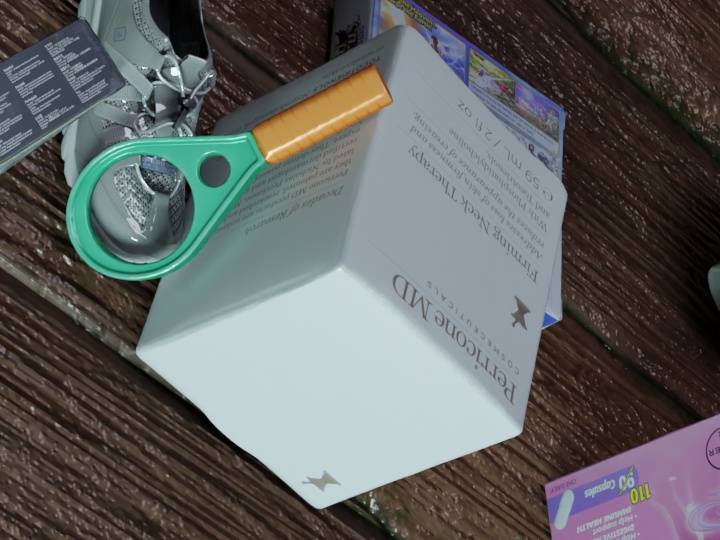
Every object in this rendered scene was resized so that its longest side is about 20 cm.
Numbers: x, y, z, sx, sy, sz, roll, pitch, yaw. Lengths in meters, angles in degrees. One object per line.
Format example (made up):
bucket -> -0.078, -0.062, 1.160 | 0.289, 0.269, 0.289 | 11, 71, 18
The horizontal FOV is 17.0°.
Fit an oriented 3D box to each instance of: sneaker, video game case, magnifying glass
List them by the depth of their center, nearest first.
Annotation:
magnifying glass -> -0.075, -0.060, 1.361 | 0.080, 0.200, 0.022 | 64, 6, 7
sneaker -> -0.124, -0.102, 1.409 | 0.075, 0.082, 0.200 | 10, 71, -46
video game case -> 0.059, -0.076, 1.645 | 0.200, 0.045, 0.182 | 32, 49, -35

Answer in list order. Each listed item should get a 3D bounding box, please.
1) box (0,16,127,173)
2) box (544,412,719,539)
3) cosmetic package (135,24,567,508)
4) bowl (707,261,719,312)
box -> -0.229, -0.042, 1.196 | 0.049, 0.161, 0.200 | 58, 39, -7
box -> 0.225, 0.212, 1.562 | 0.097, 0.176, 0.200 | 19, 56, -43
cosmetic package -> 0.000, 0.000, 1.429 | 0.167, 0.166, 0.200 | 43, 42, -29
bowl -> 0.332, 0.006, 1.845 | 0.108, 0.200, 0.200 | -29, 92, -10
